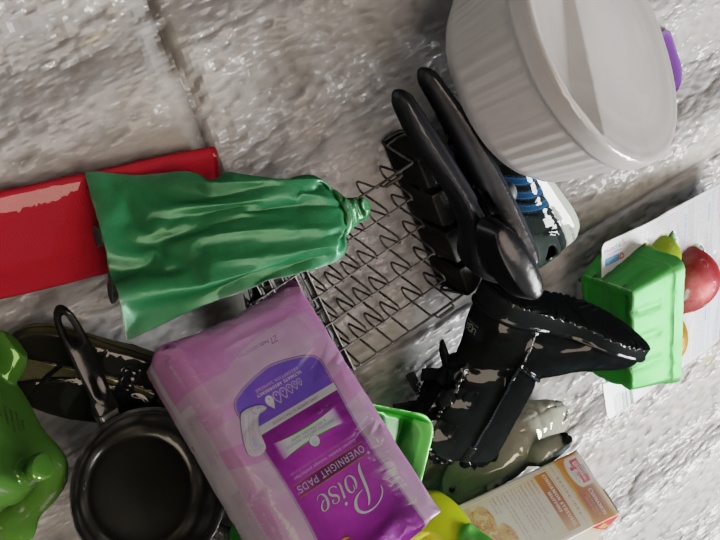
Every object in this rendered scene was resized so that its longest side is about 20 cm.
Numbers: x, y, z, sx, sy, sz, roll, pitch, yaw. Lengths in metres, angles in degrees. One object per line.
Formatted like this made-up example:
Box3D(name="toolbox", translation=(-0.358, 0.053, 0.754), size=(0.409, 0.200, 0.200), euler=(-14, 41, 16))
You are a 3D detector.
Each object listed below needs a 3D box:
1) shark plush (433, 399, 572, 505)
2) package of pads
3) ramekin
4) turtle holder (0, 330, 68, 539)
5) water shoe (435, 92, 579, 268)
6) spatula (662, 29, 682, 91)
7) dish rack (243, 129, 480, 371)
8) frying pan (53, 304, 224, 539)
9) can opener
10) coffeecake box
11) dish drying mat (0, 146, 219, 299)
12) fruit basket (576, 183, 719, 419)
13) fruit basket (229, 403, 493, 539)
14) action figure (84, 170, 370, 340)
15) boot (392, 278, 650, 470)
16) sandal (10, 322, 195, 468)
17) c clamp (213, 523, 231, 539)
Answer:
Box3D(name="shark plush", translation=(0.124, 0.194, 1.017), size=(0.200, 0.091, 0.083), euler=(-49, 157, -13))
Box3D(name="package of pads", translation=(-0.049, 0.118, 0.746), size=(0.120, 0.076, 0.200), euler=(-27, 81, -30))
Box3D(name="ramekin", translation=(0.150, -0.161, 0.831), size=(0.202, 0.094, 0.203), euler=(21, 59, -41))
Box3D(name="turtle holder", translation=(-0.275, 0.109, 0.696), size=(0.132, 0.141, 0.185), euler=(-36, 164, 8))
Box3D(name="water shoe", translation=(0.115, -0.064, 0.905), size=(0.079, 0.071, 0.200), euler=(-50, 126, -4))
Box3D(name="spatula", translation=(0.217, -0.148, 0.968), size=(0.200, 0.021, 0.057), euler=(-32, 110, -16))
Box3D(name="dish rack", translation=(0.000, 0.000, 0.868), size=(0.200, 0.055, 0.154), euler=(-34, 122, -16))
Box3D(name="frying pan", translation=(-0.173, 0.128, 0.743), size=(0.190, 0.031, 0.115), euler=(45, 62, -18))
Box3D(name="can opener", translation=(0.087, -0.068, 0.834), size=(0.063, 0.079, 0.200), euler=(-40, 114, -24))
Box3D(name="coffeecake box", translation=(0.114, 0.260, 0.987), size=(0.199, 0.073, 0.154), euler=(-19, 151, -26))
Box3D(name="dish drying mat", translation=(-0.189, -0.032, 0.754), size=(0.199, 0.018, 0.077), euler=(-17, 117, -28))
Box3D(name="fruit basket", translation=(0.294, 0.024, 1.061), size=(0.200, 0.094, 0.186), euler=(-29, 123, -39))
Box3D(name="fruit basket", translation=(0.001, 0.205, 0.839), size=(0.155, 0.215, 0.216), euler=(17, 98, -37))
Box3D(name="action figure", translation=(-0.083, -0.026, 0.765), size=(0.199, 0.055, 0.119), euler=(-11, 82, -22))
Box3D(name="boot", translation=(0.138, 0.099, 0.944), size=(0.198, 0.073, 0.163), euler=(15, 113, -30))
Box3D(name="sandal", translation=(-0.164, 0.087, 0.797), size=(0.201, 0.057, 0.080), euler=(30, 96, -22))
Box3D(name="c clamp", translation=(-0.104, 0.251, 0.912), size=(0.200, 0.027, 0.171), euler=(40, 84, -36))
